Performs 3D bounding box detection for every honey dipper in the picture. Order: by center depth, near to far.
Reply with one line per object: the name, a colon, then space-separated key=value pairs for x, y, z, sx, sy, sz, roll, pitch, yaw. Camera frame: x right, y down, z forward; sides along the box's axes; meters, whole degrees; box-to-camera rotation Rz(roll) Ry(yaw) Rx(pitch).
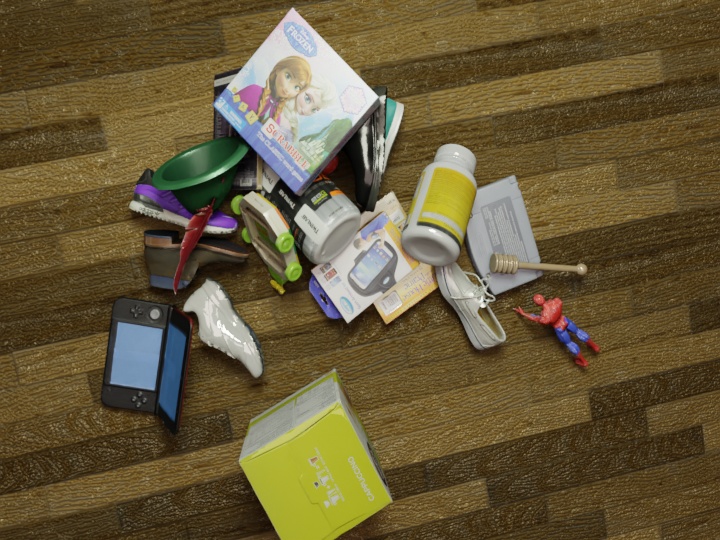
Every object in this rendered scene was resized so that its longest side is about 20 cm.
honey dipper: x=0.343 y=-0.006 z=1.076 sx=0.192 sy=0.038 sz=0.040 roll=5 pitch=94 yaw=-8

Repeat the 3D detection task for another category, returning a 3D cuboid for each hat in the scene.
hat: x=-0.252 y=-0.105 z=0.968 sx=0.193 sy=0.168 sz=0.180 roll=-16 pitch=122 yaw=3

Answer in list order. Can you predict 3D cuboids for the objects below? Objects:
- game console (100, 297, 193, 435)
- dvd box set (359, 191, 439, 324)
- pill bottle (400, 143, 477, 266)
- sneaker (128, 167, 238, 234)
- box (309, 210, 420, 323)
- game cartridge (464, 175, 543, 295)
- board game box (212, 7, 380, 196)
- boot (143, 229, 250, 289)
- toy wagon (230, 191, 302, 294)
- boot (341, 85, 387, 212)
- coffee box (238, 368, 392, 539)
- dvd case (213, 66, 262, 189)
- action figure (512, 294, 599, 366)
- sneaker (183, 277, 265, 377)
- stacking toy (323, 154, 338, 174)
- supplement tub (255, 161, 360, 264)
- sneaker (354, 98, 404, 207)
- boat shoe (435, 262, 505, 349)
game console: x=-0.383 y=0.166 z=1.004 sx=0.166 sy=0.119 sz=0.208 roll=9 pitch=93 yaw=-7
dvd box set: x=0.054 y=-0.024 z=1.079 sx=0.144 sy=0.029 sz=0.203 roll=-34 pitch=97 yaw=-2
pill bottle: x=0.148 y=-0.121 z=1.017 sx=0.109 sy=0.112 sz=0.205 roll=24 pitch=67 yaw=-8
sneaker: x=-0.309 y=-0.130 z=1.013 sx=0.193 sy=0.070 sz=0.103 roll=16 pitch=91 yaw=-8
box: x=0.000 y=0.000 z=1.041 sx=0.198 sy=0.041 sz=0.120 roll=-39 pitch=96 yaw=-3
game cartridge: x=0.269 y=-0.065 z=1.098 sx=0.129 sy=0.040 sz=0.207 roll=-19 pitch=96 yaw=-8
board game box: x=-0.102 y=-0.265 z=0.898 sx=0.200 sy=0.041 sz=0.200 roll=44 pitch=96 yaw=3
boot: x=-0.299 y=-0.011 z=1.030 sx=0.192 sy=0.075 sz=0.101 roll=10 pitch=104 yaw=2
toy wagon: x=-0.159 y=-0.043 z=1.001 sx=0.039 sy=0.154 sz=0.204 roll=-35 pitch=141 yaw=-22
boot: x=-0.034 y=-0.212 z=0.956 sx=0.151 sy=0.079 sz=0.220 roll=3 pitch=92 yaw=3
coffee box: x=-0.079 y=0.337 z=1.010 sx=0.196 sy=0.198 sz=0.204 roll=-29 pitch=97 yaw=-3
dvd case: x=-0.215 y=-0.246 z=0.987 sx=0.016 sy=0.146 sz=0.208 roll=-3 pitch=97 yaw=-44
action figure: x=0.382 y=0.102 z=1.115 sx=0.066 sy=0.099 sz=0.199 roll=-49 pitch=120 yaw=-3
sneaker: x=-0.246 y=0.116 z=1.037 sx=0.086 sy=0.075 sz=0.202 roll=-36 pitch=89 yaw=-8
stacking toy: x=-0.116 y=-0.257 z=1.026 sx=0.085 sy=0.085 sz=0.200 roll=-43 pitch=104 yaw=-1
supplement tub: x=-0.100 y=-0.120 z=0.985 sx=0.123 sy=0.123 sz=0.200 roll=-45 pitch=73 yaw=0
sneaker: x=-0.003 y=-0.230 z=1.029 sx=0.117 sy=0.083 sz=0.207 roll=20 pitch=85 yaw=-12
boat shoe: x=0.218 y=0.055 z=1.064 sx=0.074 sy=0.085 sz=0.206 roll=-38 pitch=103 yaw=-46
